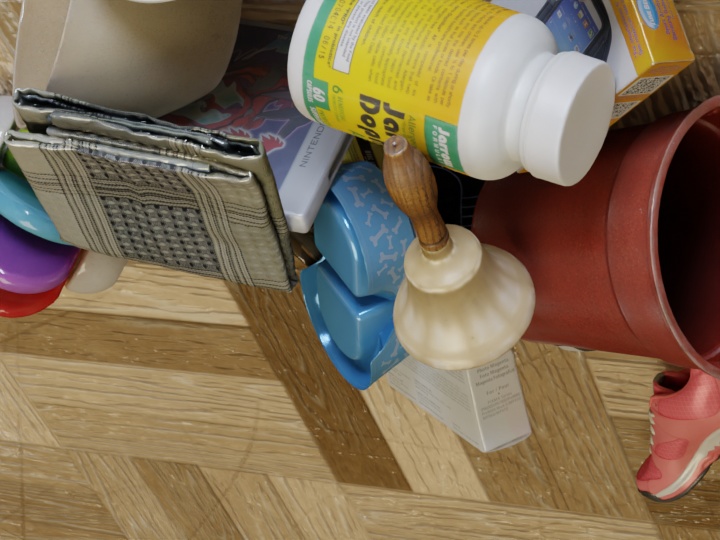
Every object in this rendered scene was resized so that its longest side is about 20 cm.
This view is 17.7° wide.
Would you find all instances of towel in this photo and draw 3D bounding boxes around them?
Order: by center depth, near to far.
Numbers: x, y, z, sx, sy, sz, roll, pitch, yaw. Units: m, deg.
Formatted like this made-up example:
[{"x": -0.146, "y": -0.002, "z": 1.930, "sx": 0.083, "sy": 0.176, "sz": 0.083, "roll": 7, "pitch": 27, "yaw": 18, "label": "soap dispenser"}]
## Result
[{"x": -0.145, "y": -0.049, "z": 1.629, "sx": 0.192, "sy": 0.035, "sz": 0.200, "roll": 14, "pitch": 153, "yaw": 14, "label": "towel"}]

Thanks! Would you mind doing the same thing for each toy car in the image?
[{"x": -0.281, "y": -0.038, "z": 1.973, "sx": 0.174, "sy": 0.150, "sz": 0.200, "roll": 28, "pitch": 147, "yaw": -6, "label": "toy car"}]

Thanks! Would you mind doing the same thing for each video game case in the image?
[{"x": -0.099, "y": -0.116, "z": 1.716, "sx": 0.199, "sy": 0.183, "sz": 0.023, "roll": 10, "pitch": 143, "yaw": 20, "label": "video game case"}]

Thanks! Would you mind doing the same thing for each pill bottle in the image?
[{"x": 0.062, "y": -0.125, "z": 1.528, "sx": 0.199, "sy": 0.113, "sz": 0.113, "roll": 21, "pitch": 149, "yaw": 24, "label": "pill bottle"}]

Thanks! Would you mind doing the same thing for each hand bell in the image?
[{"x": 0.046, "y": -0.026, "z": 1.557, "sx": 0.104, "sy": 0.105, "sz": 0.200, "roll": 8, "pitch": 151, "yaw": 23, "label": "hand bell"}]

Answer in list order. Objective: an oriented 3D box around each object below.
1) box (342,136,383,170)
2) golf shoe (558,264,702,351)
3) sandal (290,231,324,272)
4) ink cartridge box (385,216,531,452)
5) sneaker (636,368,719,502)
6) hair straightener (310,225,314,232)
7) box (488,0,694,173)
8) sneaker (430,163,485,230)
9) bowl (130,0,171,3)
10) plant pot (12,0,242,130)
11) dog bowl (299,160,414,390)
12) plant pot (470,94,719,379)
[{"x": -0.067, "y": -0.110, "z": 1.828, "sx": 0.199, "sy": 0.050, "sz": 0.075, "roll": 6, "pitch": 144, "yaw": 25, "label": "box"}, {"x": 0.232, "y": 0.039, "z": 1.827, "sx": 0.094, "sy": 0.078, "sz": 0.200, "roll": 40, "pitch": 145, "yaw": -24, "label": "golf shoe"}, {"x": 0.011, "y": -0.009, "z": 1.885, "sx": 0.200, "sy": 0.055, "sz": 0.082, "roll": 27, "pitch": -173, "yaw": -42, "label": "sandal"}, {"x": 0.055, "y": 0.023, "z": 1.772, "sx": 0.162, "sy": 0.057, "sz": 0.201, "roll": 33, "pitch": 138, "yaw": 58, "label": "ink cartridge box"}, {"x": 0.274, "y": 0.121, "z": 1.941, "sx": 0.087, "sy": 0.074, "sz": 0.200, "roll": 39, "pitch": 143, "yaw": 1, "label": "sneaker"}, {"x": -0.045, "y": -0.027, "z": 1.904, "sx": 0.077, "sy": 0.041, "sz": 0.200, "roll": -1, "pitch": 155, "yaw": 40, "label": "hair straightener"}, {"x": 0.140, "y": -0.152, "z": 1.581, "sx": 0.041, "sy": 0.120, "sz": 0.200, "roll": -8, "pitch": 162, "yaw": -33, "label": "box"}, {"x": 0.068, "y": -0.047, "z": 1.806, "sx": 0.070, "sy": 0.078, "sz": 0.200, "roll": 11, "pitch": 145, "yaw": 20, "label": "sneaker"}, {"x": -0.096, "y": -0.264, "z": 1.534, "sx": 0.200, "sy": 0.202, "sz": 0.090, "roll": -2, "pitch": 168, "yaw": 34, "label": "bowl"}, {"x": -0.162, "y": -0.187, "z": 1.671, "sx": 0.134, "sy": 0.201, "sz": 0.200, "roll": 11, "pitch": 151, "yaw": -18, "label": "plant pot"}, {"x": 0.000, "y": 0.000, "z": 1.749, "sx": 0.112, "sy": 0.049, "sz": 0.201, "roll": 51, "pitch": 156, "yaw": 38, "label": "dog bowl"}, {"x": 0.197, "y": -0.021, "z": 1.673, "sx": 0.195, "sy": 0.201, "sz": 0.201, "roll": -1, "pitch": 140, "yaw": 45, "label": "plant pot"}]
